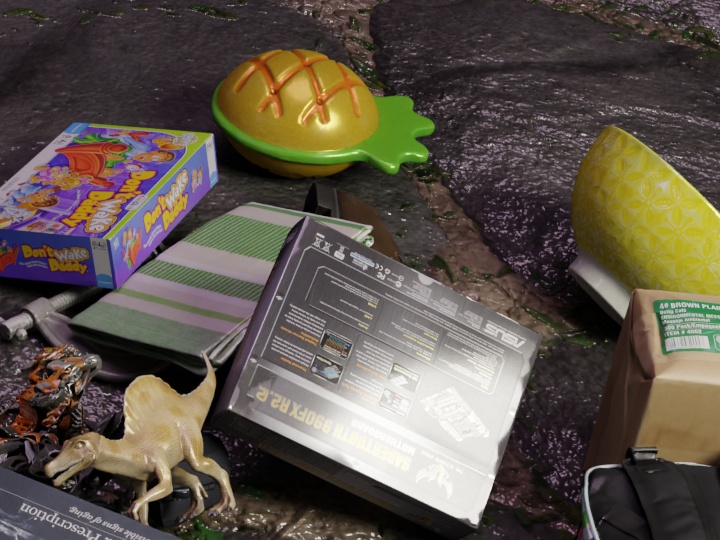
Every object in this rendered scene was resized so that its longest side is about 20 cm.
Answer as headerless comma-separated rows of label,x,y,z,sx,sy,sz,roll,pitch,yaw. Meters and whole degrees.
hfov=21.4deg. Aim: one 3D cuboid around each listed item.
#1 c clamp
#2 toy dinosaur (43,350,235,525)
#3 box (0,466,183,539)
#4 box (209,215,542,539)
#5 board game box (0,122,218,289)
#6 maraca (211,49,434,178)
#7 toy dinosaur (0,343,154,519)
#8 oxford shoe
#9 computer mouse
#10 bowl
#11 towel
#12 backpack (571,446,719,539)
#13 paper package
c clamp,-0.193,0.021,1.498,0.199,0.027,0.171,-25,48,-40
toy dinosaur,-0.119,0.112,1.235,0.058,0.102,0.200,-19,6,31
box,-0.191,0.231,1.107,0.199,0.105,0.183,19,47,12
box,0.014,0.077,1.348,0.199,0.048,0.159,26,66,-10
board game box,-0.216,-0.056,1.550,0.133,0.045,0.200,5,29,19
maraca,-0.034,-0.134,1.692,0.198,0.107,0.138,12,42,1
toy dinosaur,-0.216,0.140,1.290,0.135,0.102,0.201,8,71,21
oxford shoe,0.000,0.000,1.546,0.084,0.073,0.201,13,37,-13
computer mouse,-0.135,0.152,1.267,0.034,0.059,0.200,10,16,22
bowl,0.236,-0.011,1.576,0.108,0.200,0.200,-45,52,0
towel,-0.103,0.009,1.459,0.152,0.024,0.200,13,39,38
backpack,0.223,0.225,1.218,0.176,0.152,0.200,2,28,-8
paper package,0.273,0.121,1.345,0.198,0.192,0.104,6,34,-6
